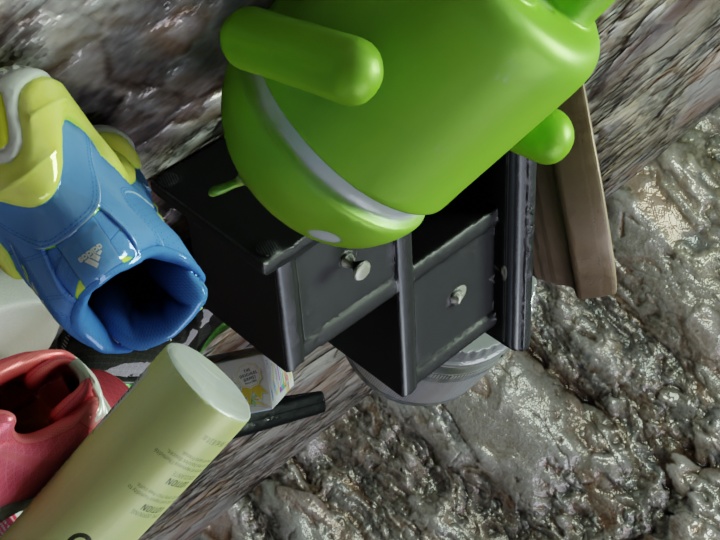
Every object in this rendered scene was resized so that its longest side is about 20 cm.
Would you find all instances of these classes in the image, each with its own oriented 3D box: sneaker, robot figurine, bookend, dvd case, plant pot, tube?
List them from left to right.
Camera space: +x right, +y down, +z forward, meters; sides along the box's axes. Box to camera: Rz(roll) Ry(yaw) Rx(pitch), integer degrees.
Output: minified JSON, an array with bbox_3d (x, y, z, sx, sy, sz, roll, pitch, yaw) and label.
[{"bbox_3d":[-0.146,0.075,0.698,0.087,0.074,0.200,-43,171,18],"label":"sneaker"},{"bbox_3d":[-0.132,0.122,0.670,0.200,0.058,0.052,-47,-162,9],"label":"tube"},{"bbox_3d":[-0.106,-0.006,0.573,0.076,0.105,0.200,-38,171,0],"label":"sneaker"},{"bbox_3d":[-0.140,0.111,0.994,0.199,0.018,0.142,-12,178,39],"label":"dvd case"},{"bbox_3d":[-0.094,0.002,0.857,0.199,0.077,0.084,-30,140,-28],"label":"sneaker"},{"bbox_3d":[0.000,0.000,0.817,0.199,0.092,0.200,-33,139,-30],"label":"bookend"},{"bbox_3d":[0.020,-0.091,0.622,0.200,0.116,0.175,-41,155,27],"label":"robot figurine"},{"bbox_3d":[0.102,-0.076,0.929,0.092,0.203,0.201,-11,175,8],"label":"plant pot"}]

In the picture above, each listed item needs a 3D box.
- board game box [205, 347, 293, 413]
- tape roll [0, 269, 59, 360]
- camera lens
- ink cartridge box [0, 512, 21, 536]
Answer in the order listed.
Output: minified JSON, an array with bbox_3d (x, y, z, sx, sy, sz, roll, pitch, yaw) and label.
[{"bbox_3d":[-0.117,0.079,0.959,0.133,0.035,0.200,-11,179,0],"label":"board game box"},{"bbox_3d":[-0.228,0.064,0.664,0.202,0.037,0.203,-39,172,-7],"label":"tape roll"},{"bbox_3d":[0.068,0.031,1.346,0.159,0.160,0.200,-36,171,-18],"label":"camera lens"},{"bbox_3d":[-0.280,0.272,1.184,0.200,0.145,0.084,-43,170,31],"label":"ink cartridge box"}]
